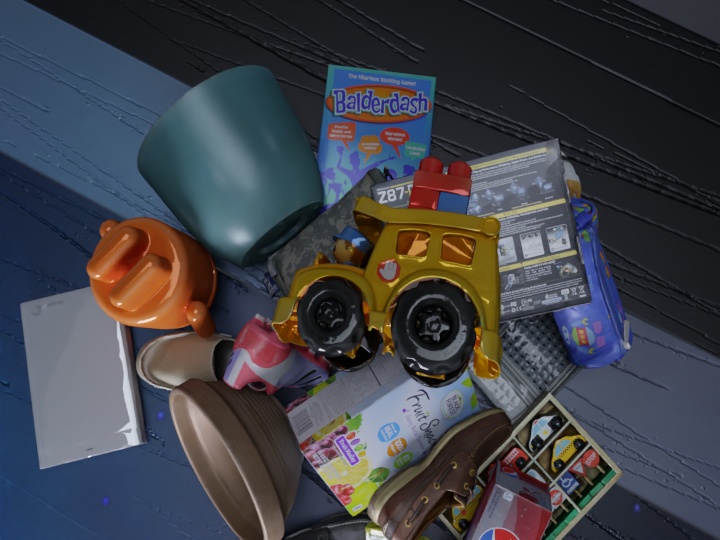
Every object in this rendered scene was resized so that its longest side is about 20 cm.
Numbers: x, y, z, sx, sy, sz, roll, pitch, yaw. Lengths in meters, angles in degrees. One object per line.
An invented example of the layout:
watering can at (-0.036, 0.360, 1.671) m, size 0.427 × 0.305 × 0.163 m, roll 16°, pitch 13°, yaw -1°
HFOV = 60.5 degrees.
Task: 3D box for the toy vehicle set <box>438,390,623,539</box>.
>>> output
toy vehicle set at (0.199, 0.263, 0.739) m, size 0.124 × 0.027 × 0.200 m, roll 44°, pitch 92°, yaw 6°

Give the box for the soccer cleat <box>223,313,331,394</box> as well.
soccer cleat at (-0.091, 0.108, 0.699) m, size 0.066 × 0.200 × 0.078 m, roll 32°, pitch 82°, yaw 22°

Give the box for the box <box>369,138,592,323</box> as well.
box at (0.118, -0.027, 0.626) m, size 0.193 × 0.049 × 0.167 m, roll -13°, pitch 89°, yaw 5°

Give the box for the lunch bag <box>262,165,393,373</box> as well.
lunch bag at (0.000, 0.000, 0.733) m, size 0.199 × 0.139 × 0.169 m, roll -40°, pitch 80°, yaw 8°

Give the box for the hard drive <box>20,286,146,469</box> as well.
hard drive at (-0.349, 0.129, 0.778) m, size 0.127 × 0.026 × 0.207 m, roll -12°, pitch 81°, yaw -2°

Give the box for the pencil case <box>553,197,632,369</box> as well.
pencil case at (0.254, 0.019, 0.706) m, size 0.077 × 0.086 × 0.204 m, roll -37°, pitch 115°, yaw -27°

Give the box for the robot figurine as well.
robot figurine at (-0.231, 0.009, 0.711) m, size 0.138 × 0.200 × 0.121 m, roll 7°, pitch 84°, yaw 5°

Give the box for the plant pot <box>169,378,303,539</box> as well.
plant pot at (-0.128, 0.201, 0.699) m, size 0.091 × 0.201 × 0.204 m, roll -28°, pitch 79°, yaw -33°

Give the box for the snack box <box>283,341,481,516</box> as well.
snack box at (0.035, 0.166, 0.701) m, size 0.197 × 0.171 × 0.068 m, roll -33°, pitch 45°, yaw -6°

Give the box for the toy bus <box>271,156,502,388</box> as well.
toy bus at (0.035, -0.005, 0.555) m, size 0.193 × 0.136 × 0.199 m, roll 6°, pitch 77°, yaw 10°

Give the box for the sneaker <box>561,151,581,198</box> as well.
sneaker at (0.182, -0.109, 0.808) m, size 0.192 × 0.077 × 0.090 m, roll -3°, pitch 49°, yaw 9°

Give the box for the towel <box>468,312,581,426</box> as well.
towel at (0.199, 0.063, 0.787) m, size 0.191 × 0.035 × 0.201 m, roll -40°, pitch 82°, yaw -7°

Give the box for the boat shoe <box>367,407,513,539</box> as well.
boat shoe at (0.102, 0.235, 0.697) m, size 0.197 × 0.073 × 0.068 m, roll -33°, pitch 49°, yaw -17°

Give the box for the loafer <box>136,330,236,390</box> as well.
loafer at (-0.183, 0.110, 0.760) m, size 0.192 × 0.068 × 0.079 m, roll 0°, pitch 80°, yaw 0°

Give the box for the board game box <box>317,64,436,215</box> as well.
board game box at (0.018, -0.160, 0.819) m, size 0.146 × 0.045 × 0.208 m, roll 6°, pitch 81°, yaw 1°

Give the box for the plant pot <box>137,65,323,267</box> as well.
plant pot at (-0.136, -0.106, 0.735) m, size 0.198 × 0.201 × 0.163 m, roll -36°, pitch 85°, yaw -6°

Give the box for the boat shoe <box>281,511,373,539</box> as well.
boat shoe at (-0.063, 0.341, 0.721) m, size 0.194 × 0.066 × 0.074 m, roll -16°, pitch 78°, yaw -4°

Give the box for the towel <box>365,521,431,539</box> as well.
towel at (0.041, 0.395, 0.697) m, size 0.084 × 0.018 × 0.208 m, roll 3°, pitch 94°, yaw 30°

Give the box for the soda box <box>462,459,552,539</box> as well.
soda box at (0.145, 0.325, 0.691) m, size 0.068 × 0.063 × 0.206 m, roll 22°, pitch 103°, yaw 11°
